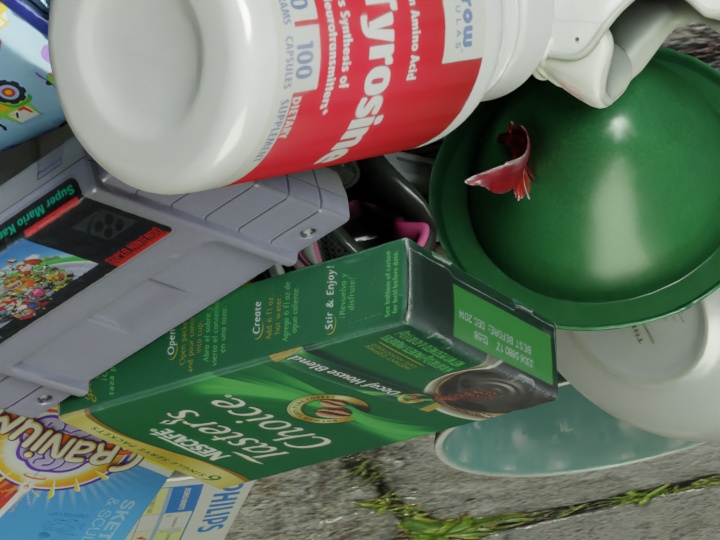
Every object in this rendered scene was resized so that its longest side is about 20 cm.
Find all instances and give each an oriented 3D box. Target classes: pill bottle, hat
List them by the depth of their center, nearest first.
[{"bbox_3d":[-0.017,-0.097,1.172,0.112,0.112,0.200,-28,171,42],"label":"pill bottle"},{"bbox_3d":[0.099,-0.083,1.328,0.165,0.200,0.176,-26,139,-4],"label":"hat"}]

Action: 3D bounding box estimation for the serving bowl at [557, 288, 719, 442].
[{"bbox_3d":[0.152,0.005,1.490,0.200,0.200,0.066,-28,-173,43],"label":"serving bowl"}]

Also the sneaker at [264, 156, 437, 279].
[{"bbox_3d":[0.000,0.000,1.384,0.086,0.080,0.200,10,146,36],"label":"sneaker"}]

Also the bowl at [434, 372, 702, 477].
[{"bbox_3d":[0.134,0.042,1.727,0.200,0.105,0.201,-8,160,-3],"label":"bowl"}]

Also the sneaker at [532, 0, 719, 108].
[{"bbox_3d":[0.075,-0.113,1.277,0.200,0.100,0.078,-17,158,19],"label":"sneaker"}]

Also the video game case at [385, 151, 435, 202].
[{"bbox_3d":[-0.044,-0.003,1.537,0.200,0.023,0.182,-31,165,19],"label":"video game case"}]

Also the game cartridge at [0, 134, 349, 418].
[{"bbox_3d":[-0.119,0.000,1.262,0.200,0.038,0.130,-32,152,30],"label":"game cartridge"}]

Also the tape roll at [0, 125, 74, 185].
[{"bbox_3d":[-0.204,-0.033,1.418,0.202,0.071,0.202,-8,160,-3],"label":"tape roll"}]

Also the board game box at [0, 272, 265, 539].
[{"bbox_3d":[-0.144,0.063,1.425,0.153,0.040,0.200,9,127,-42],"label":"board game box"}]

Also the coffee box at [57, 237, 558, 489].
[{"bbox_3d":[-0.024,0.046,1.341,0.200,0.044,0.123,-16,152,32],"label":"coffee box"}]

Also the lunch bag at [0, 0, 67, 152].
[{"bbox_3d":[-0.206,-0.120,1.173,0.150,0.094,0.200,-20,149,35],"label":"lunch bag"}]

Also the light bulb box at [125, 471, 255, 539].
[{"bbox_3d":[-0.178,0.101,1.723,0.200,0.125,0.198,-5,159,-14],"label":"light bulb box"}]

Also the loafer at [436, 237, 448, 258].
[{"bbox_3d":[0.044,0.011,1.495,0.072,0.063,0.200,-14,174,-40],"label":"loafer"}]
